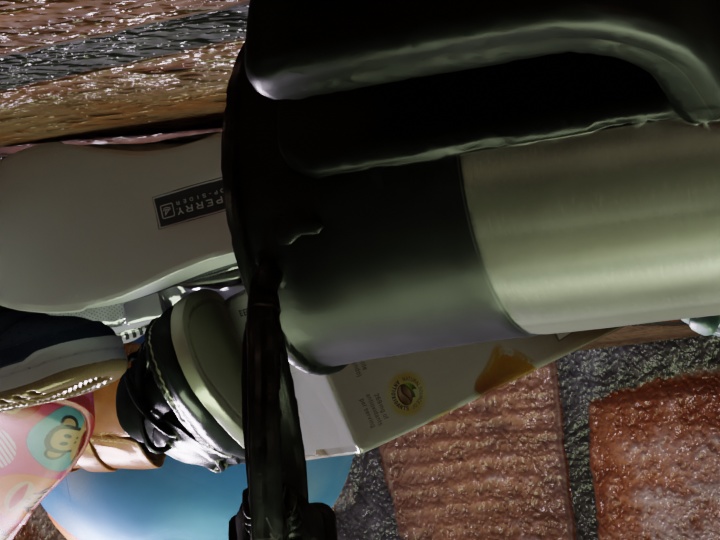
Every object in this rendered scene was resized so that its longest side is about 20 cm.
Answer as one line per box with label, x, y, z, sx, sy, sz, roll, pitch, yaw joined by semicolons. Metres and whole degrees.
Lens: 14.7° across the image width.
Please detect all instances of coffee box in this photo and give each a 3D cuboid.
coffee box;0.057;0.002;1.161;0.200;0.080;0.114;-25;-178;-15

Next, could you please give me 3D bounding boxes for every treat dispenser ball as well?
treat dispenser ball;-0.101;0.085;1.638;0.200;0.201;0.201;-5;175;0

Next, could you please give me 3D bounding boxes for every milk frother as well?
milk frother;0.054;0.004;0.842;0.188;0.201;0.180;-8;171;23

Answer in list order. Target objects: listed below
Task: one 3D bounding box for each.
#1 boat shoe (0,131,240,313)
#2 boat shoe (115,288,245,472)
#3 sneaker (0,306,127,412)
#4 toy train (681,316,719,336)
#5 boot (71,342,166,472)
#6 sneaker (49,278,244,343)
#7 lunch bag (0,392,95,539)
boat shoe;-0.074;-0.026;1.160;0.200;0.072;0.068;-15;171;20
boat shoe;-0.074;0.054;1.229;0.066;0.075;0.199;-18;174;8
sneaker;-0.194;0.013;1.219;0.200;0.109;0.070;-10;175;31
toy train;0.213;-0.009;1.235;0.114;0.085;0.200;27;156;-5
boot;-0.181;0.091;1.526;0.155;0.077;0.200;2;139;6
sneaker;-0.074;-0.014;1.269;0.199;0.075;0.115;-9;175;-15
lunch bag;-0.238;0.074;1.379;0.176;0.082;0.200;17;140;-23
